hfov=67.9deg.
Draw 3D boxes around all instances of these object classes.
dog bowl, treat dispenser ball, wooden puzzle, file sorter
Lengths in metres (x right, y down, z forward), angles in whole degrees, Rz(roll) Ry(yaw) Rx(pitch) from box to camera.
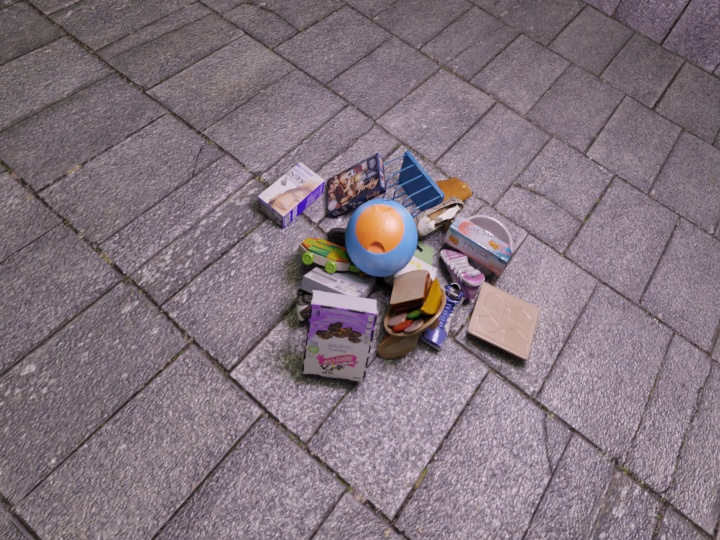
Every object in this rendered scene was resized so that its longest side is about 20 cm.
[{"bbox_3d":[0.384,-0.086,1.667,0.193,0.059,0.205,5,57,-8],"label":"dog bowl"},{"bbox_3d":[0.055,-0.087,1.432,0.194,0.203,0.206,5,56,-7],"label":"treat dispenser ball"},{"bbox_3d":[0.407,0.147,1.531,0.181,0.047,0.202,25,52,5],"label":"wooden puzzle"},{"bbox_3d":[0.147,-0.238,1.674,0.121,0.140,0.202,-26,65,-21],"label":"file sorter"}]

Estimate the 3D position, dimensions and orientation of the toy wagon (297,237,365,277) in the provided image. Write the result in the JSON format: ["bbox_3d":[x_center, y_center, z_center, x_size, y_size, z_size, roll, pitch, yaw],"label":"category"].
[{"bbox_3d":[-0.074,-0.037,1.488,0.195,0.041,0.155,20,21,6],"label":"toy wagon"}]

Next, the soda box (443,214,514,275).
[{"bbox_3d":[0.347,-0.076,1.574,0.197,0.069,0.064,33,54,12],"label":"soda box"}]

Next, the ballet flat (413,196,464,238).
[{"bbox_3d":[0.224,-0.155,1.589,0.197,0.069,0.075,-32,21,-6],"label":"ballet flat"}]

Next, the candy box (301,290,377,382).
[{"bbox_3d":[-0.053,0.165,1.330,0.162,0.206,0.072,8,25,-5],"label":"candy box"}]

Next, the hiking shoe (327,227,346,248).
[{"bbox_3d":[0.000,-0.089,1.594,0.194,0.078,0.101,14,26,3],"label":"hiking shoe"}]

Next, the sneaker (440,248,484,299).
[{"bbox_3d":[0.291,0.011,1.578,0.078,0.091,0.202,-9,37,-16],"label":"sneaker"}]

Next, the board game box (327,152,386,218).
[{"bbox_3d":[-0.015,-0.260,1.641,0.196,0.034,0.139,-24,52,26],"label":"board game box"}]

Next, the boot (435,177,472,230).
[{"bbox_3d":[0.302,-0.221,1.717,0.140,0.072,0.204,-17,55,-16],"label":"boot"}]

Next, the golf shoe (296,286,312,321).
[{"bbox_3d":[-0.095,0.090,1.459,0.196,0.097,0.077,0,23,-38],"label":"golf shoe"}]

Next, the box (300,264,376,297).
[{"bbox_3d":[-0.054,0.034,1.442,0.152,0.042,0.200,23,21,10],"label":"box"}]

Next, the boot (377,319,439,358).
[{"bbox_3d":[0.125,0.144,1.461,0.198,0.071,0.145,-33,26,11],"label":"boot"}]

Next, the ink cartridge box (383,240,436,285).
[{"bbox_3d":[0.155,-0.025,1.566,0.143,0.048,0.204,27,55,-14],"label":"ink cartridge box"}]

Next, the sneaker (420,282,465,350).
[{"bbox_3d":[0.231,0.105,1.478,0.079,0.116,0.202,24,56,8],"label":"sneaker"}]

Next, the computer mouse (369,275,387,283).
[{"bbox_3d":[0.000,0.000,1.557,0.194,0.035,0.059,17,47,9],"label":"computer mouse"}]

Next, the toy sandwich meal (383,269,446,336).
[{"bbox_3d":[0.134,0.083,1.392,0.201,0.071,0.207,-26,28,15],"label":"toy sandwich meal"}]

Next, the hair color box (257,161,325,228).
[{"bbox_3d":[-0.211,-0.234,1.644,0.108,0.065,0.200,36,59,12],"label":"hair color box"}]
